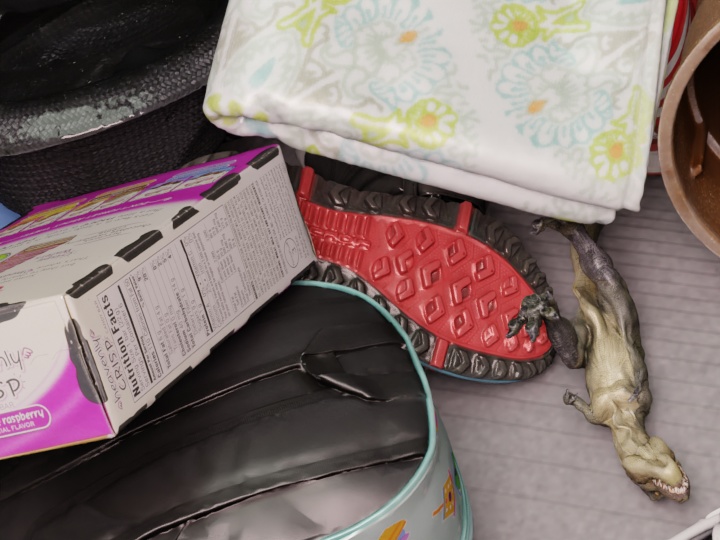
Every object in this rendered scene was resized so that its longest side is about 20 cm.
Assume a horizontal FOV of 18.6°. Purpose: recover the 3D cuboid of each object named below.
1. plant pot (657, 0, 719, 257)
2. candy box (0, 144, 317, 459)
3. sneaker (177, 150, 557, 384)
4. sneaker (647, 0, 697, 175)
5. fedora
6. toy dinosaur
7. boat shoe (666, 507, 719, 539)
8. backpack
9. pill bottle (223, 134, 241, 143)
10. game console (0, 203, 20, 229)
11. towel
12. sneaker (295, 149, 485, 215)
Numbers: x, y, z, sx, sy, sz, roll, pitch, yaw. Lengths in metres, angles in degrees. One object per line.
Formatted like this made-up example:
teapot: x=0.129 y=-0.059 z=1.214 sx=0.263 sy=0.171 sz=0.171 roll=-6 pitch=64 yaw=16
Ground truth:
plant pot: x=0.237 y=-0.122 z=1.014 sx=0.200 sy=0.200 sz=0.198 roll=-8 pitch=42 yaw=15
candy box: x=-0.120 y=0.016 z=0.908 sx=0.136 sy=0.061 sz=0.200 roll=-13 pitch=13 yaw=27
sneaker: x=0.000 y=0.000 z=1.055 sx=0.200 sy=0.096 sz=0.079 roll=22 pitch=76 yaw=-1
sneaker: x=0.147 y=-0.158 z=1.107 sx=0.078 sy=0.116 sz=0.200 roll=-6 pitch=54 yaw=3
fedora: x=-0.122 y=-0.088 z=1.051 sx=0.200 sy=0.092 sz=0.201 roll=-8 pitch=39 yaw=7
toy dinosaur: x=0.106 y=0.018 z=1.008 sx=0.047 sy=0.088 sz=0.200 roll=-25 pitch=45 yaw=23
boat shoe: x=0.162 y=0.115 z=0.859 sx=0.200 sy=0.068 sz=0.072 roll=-30 pitch=55 yaw=38
backpack: x=-0.052 y=0.104 z=0.948 sx=0.200 sy=0.153 sz=0.176 roll=-29 pitch=40 yaw=0
pill bottle: x=-0.103 y=-0.120 z=1.166 sx=0.200 sy=0.120 sz=0.120 roll=-16 pitch=49 yaw=12
game console: x=-0.220 y=-0.026 z=1.061 sx=0.200 sy=0.177 sz=0.031 roll=-41 pitch=6 yaw=-33
towel: x=0.045 y=-0.121 z=0.985 sx=0.200 sy=0.048 sz=0.171 roll=14 pitch=67 yaw=-4
sneaker: x=0.052 y=-0.081 z=1.082 sx=0.200 sy=0.071 sz=0.099 roll=-45 pitch=50 yaw=29
